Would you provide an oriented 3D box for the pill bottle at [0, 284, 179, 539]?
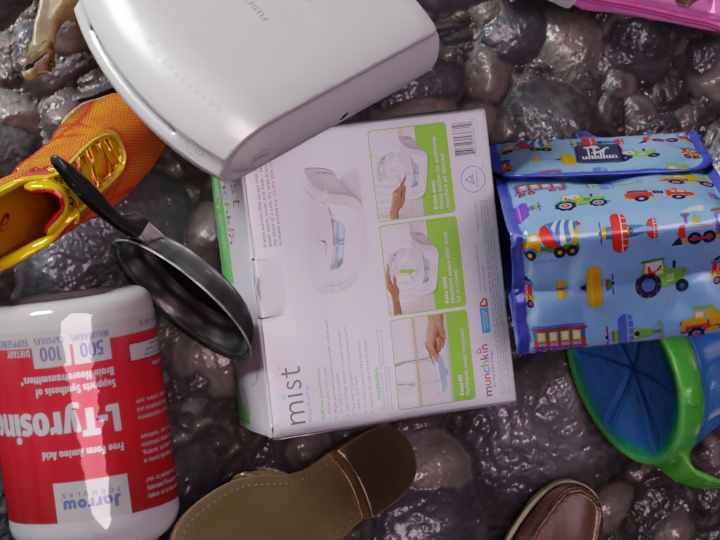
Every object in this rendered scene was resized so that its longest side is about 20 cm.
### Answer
[{"bbox_3d":[-0.177,0.115,1.555,0.112,0.112,0.201,-9,94,-17],"label":"pill bottle"}]

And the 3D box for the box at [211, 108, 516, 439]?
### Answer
[{"bbox_3d":[0.000,0.000,1.614,0.176,0.097,0.201,-9,95,-16],"label":"box"}]

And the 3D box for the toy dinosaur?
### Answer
[{"bbox_3d":[-0.172,-0.209,1.585,0.200,0.058,0.101,-44,120,-22],"label":"toy dinosaur"}]

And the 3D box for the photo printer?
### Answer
[{"bbox_3d":[-0.072,-0.154,1.545,0.200,0.070,0.167,-30,71,-33],"label":"photo printer"}]

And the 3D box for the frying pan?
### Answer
[{"bbox_3d":[-0.137,-0.011,1.542,0.190,0.115,0.031,45,71,-15],"label":"frying pan"}]

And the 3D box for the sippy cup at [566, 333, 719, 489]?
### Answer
[{"bbox_3d":[0.232,0.051,1.677,0.130,0.140,0.179,-20,118,-25],"label":"sippy cup"}]

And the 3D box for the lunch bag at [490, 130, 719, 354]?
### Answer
[{"bbox_3d":[0.167,-0.038,1.622,0.150,0.200,0.094,-6,119,0],"label":"lunch bag"}]

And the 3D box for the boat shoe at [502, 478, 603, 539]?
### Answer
[{"bbox_3d":[0.125,0.245,1.673,0.074,0.075,0.203,22,85,-17],"label":"boat shoe"}]

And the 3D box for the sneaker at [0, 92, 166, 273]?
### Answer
[{"bbox_3d":[-0.188,-0.052,1.551,0.200,0.077,0.073,-41,114,-31],"label":"sneaker"}]

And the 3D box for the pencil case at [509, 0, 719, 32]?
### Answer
[{"bbox_3d":[0.192,-0.214,1.672,0.199,0.091,0.094,7,55,-15],"label":"pencil case"}]

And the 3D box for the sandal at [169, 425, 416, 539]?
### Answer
[{"bbox_3d":[-0.057,0.166,1.623,0.211,0.070,0.078,-24,93,-38],"label":"sandal"}]
